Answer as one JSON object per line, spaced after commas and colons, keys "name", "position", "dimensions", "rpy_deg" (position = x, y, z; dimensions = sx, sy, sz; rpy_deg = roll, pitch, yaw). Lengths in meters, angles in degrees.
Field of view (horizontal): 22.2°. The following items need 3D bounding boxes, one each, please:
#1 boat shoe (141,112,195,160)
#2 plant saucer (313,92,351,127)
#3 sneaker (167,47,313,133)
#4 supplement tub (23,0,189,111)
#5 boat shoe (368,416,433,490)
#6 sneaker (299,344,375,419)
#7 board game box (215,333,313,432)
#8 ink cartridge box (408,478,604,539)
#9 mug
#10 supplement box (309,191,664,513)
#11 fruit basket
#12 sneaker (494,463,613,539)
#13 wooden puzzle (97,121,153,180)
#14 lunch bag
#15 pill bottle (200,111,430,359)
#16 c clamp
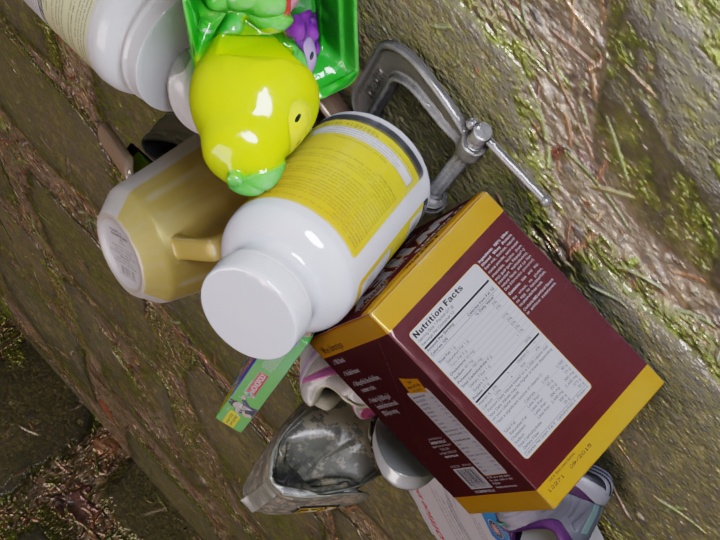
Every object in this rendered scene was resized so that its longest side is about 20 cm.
{"name": "boat shoe", "position": [-0.157, -0.114, 1.834], "dimensions": [0.200, 0.068, 0.072], "rpy_deg": [33, 155, 46]}
{"name": "plant saucer", "position": [-0.050, -0.128, 1.604], "dimensions": [0.200, 0.029, 0.201], "rpy_deg": [45, 161, 20]}
{"name": "sneaker", "position": [-0.080, -0.119, 1.517], "dimensions": [0.080, 0.071, 0.200], "rpy_deg": [16, 163, 44]}
{"name": "supplement tub", "position": [-0.195, -0.240, 1.545], "dimensions": [0.200, 0.145, 0.145], "rpy_deg": [44, 161, 31]}
{"name": "boat shoe", "position": [0.042, 0.151, 1.694], "dimensions": [0.200, 0.070, 0.064], "rpy_deg": [-83, 9, -62]}
{"name": "sneaker", "position": [0.028, 0.089, 1.633], "dimensions": [0.199, 0.089, 0.081], "rpy_deg": [-4, 164, 34]}
{"name": "board game box", "position": [-0.057, 0.041, 1.533], "dimensions": [0.029, 0.135, 0.200], "rpy_deg": [30, 148, -4]}
{"name": "ink cartridge box", "position": [0.130, 0.219, 1.736], "dimensions": [0.200, 0.086, 0.147], "rpy_deg": [29, 151, 54]}
{"name": "mug", "position": [-0.152, -0.052, 1.672], "dimensions": [0.150, 0.152, 0.187], "rpy_deg": [58, 153, 11]}
{"name": "supplement box", "position": [0.090, 0.070, 1.428], "dimensions": [0.200, 0.133, 0.197], "rpy_deg": [47, 163, -5]}
{"name": "fruit basket", "position": [-0.067, -0.159, 1.356], "dimensions": [0.216, 0.154, 0.217], "rpy_deg": [158, 90, -80]}
{"name": "sneaker", "position": [0.114, 0.185, 1.586], "dimensions": [0.199, 0.088, 0.074], "rpy_deg": [20, -171, 19]}
{"name": "wooden puzzle", "position": [-0.180, -0.064, 1.852], "dimensions": [0.200, 0.037, 0.185], "rpy_deg": [46, 179, -23]}
{"name": "lunch bag", "position": [-0.026, 0.178, 1.860], "dimensions": [0.118, 0.200, 0.164], "rpy_deg": [51, 162, 2]}
{"name": "pill bottle", "position": [-0.035, -0.025, 1.370], "dimensions": [0.111, 0.200, 0.113], "rpy_deg": [17, 131, 21]}
{"name": "c clamp", "position": [0.054, -0.094, 1.408], "dimensions": [0.171, 0.027, 0.200], "rpy_deg": [52, 162, -1]}
